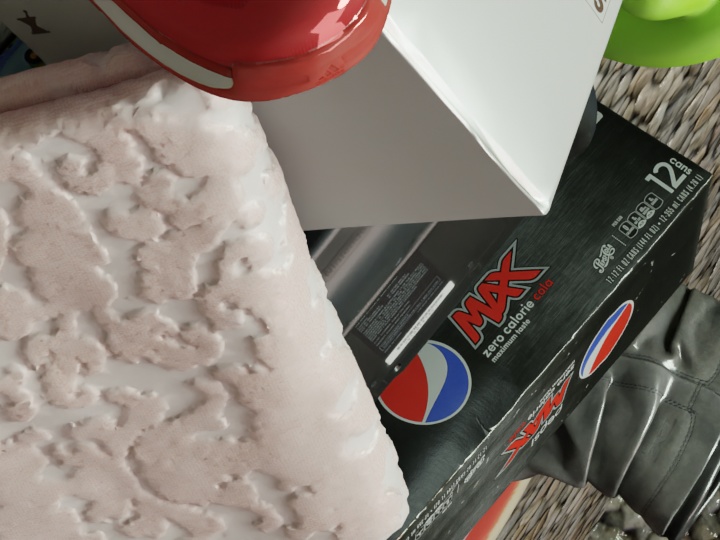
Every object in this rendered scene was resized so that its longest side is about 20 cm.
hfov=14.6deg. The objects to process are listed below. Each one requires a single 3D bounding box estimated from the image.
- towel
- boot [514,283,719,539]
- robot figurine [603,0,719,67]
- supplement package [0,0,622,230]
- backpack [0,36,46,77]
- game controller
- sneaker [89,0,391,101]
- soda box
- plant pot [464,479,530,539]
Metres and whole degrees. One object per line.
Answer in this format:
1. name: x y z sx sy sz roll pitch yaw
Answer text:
1. towel: -0.099 0.031 0.781 0.200 0.191 0.032 69 10 -47
2. boot: 0.069 0.068 1.067 0.200 0.131 0.070 -56 173 -18
3. robot figurine: 0.118 -0.133 0.943 0.200 0.175 0.116 -24 124 -59
4. supplement package: 0.005 -0.125 0.781 0.120 0.121 0.200 46 55 -39
5. backpack: -0.040 -0.024 1.011 0.183 0.134 0.200 -48 163 -19
6. game controller: 0.000 0.000 0.888 0.200 0.042 0.104 -50 158 -2
7. sneaker: -0.059 -0.138 0.632 0.078 0.200 0.116 -29 157 -5
8. soda box: 0.042 0.032 1.003 0.200 0.063 0.071 -47 160 -25
9. plant pot: -0.029 0.067 1.184 0.201 0.177 0.201 -53 166 -18
